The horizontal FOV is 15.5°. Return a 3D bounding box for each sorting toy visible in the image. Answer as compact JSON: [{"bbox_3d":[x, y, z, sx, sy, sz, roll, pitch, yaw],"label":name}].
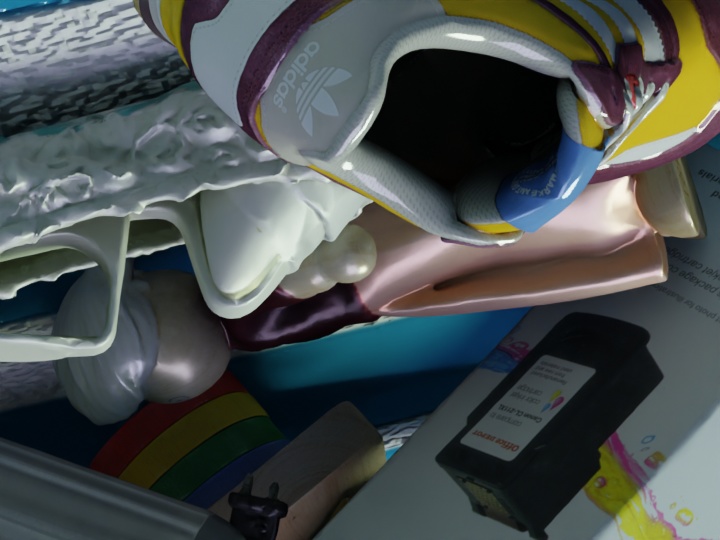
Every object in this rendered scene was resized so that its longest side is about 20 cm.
[{"bbox_3d":[-0.085,0.125,0.971,0.199,0.070,0.200,-38,162,-11],"label":"sorting toy"}]

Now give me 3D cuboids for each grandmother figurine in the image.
[{"bbox_3d":[0.000,0.000,0.786,0.199,0.061,0.121,-18,168,11],"label":"grandmother figurine"}]

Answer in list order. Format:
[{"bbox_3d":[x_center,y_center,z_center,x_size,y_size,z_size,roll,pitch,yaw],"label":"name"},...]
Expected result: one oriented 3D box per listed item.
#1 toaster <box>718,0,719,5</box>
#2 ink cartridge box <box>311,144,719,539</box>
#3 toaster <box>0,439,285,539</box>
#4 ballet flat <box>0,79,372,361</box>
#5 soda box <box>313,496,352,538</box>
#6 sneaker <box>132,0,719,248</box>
[{"bbox_3d":[0.146,-0.069,0.603,0.113,0.130,0.200,-11,159,-8],"label":"toaster"},{"bbox_3d":[0.090,0.085,0.836,0.200,0.083,0.146,-46,136,-16],"label":"ink cartridge box"},{"bbox_3d":[-0.117,0.127,0.787,0.129,0.200,0.114,22,159,5],"label":"toaster"},{"bbox_3d":[-0.062,-0.011,0.708,0.199,0.072,0.072,-12,160,-7],"label":"ballet flat"},{"bbox_3d":[-0.021,0.171,0.957,0.064,0.068,0.200,15,129,-30],"label":"soda box"},{"bbox_3d":[0.039,-0.039,0.639,0.200,0.090,0.075,5,126,-44],"label":"sneaker"}]
